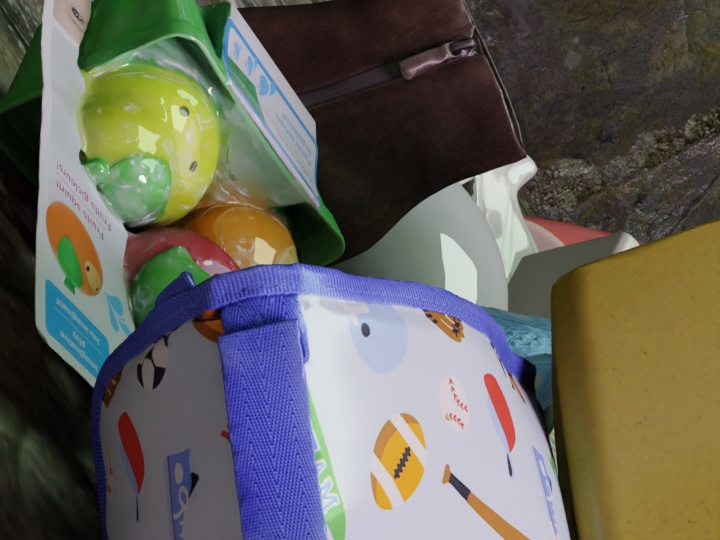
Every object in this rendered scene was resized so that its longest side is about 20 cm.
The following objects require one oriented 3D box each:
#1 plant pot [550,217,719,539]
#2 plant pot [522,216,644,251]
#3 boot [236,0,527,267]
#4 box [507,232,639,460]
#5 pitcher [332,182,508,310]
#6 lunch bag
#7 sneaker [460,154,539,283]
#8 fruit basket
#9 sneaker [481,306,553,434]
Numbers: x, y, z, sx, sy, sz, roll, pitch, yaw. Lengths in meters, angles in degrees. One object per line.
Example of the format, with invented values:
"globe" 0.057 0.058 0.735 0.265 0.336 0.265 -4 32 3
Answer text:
"plant pot" 0.154 0.079 0.647 0.200 0.199 0.177 73 -2 -71
"plant pot" 0.116 0.053 1.272 0.177 0.200 0.201 23 38 -59
"boot" -0.034 -0.097 0.867 0.201 0.166 0.072 64 9 14
"box" 0.094 0.087 0.961 0.095 0.078 0.200 49 53 -24
"pitcher" 0.000 0.000 0.994 0.200 0.121 0.172 -116 -166 -44
"lunch bag" -0.003 0.097 0.533 0.200 0.123 0.171 50 29 -75
"sneaker" 0.062 0.016 1.061 0.081 0.075 0.201 10 73 -26
"fruit basket" -0.059 -0.004 0.693 0.185 0.093 0.201 54 15 -43
"sneaker" 0.039 0.076 0.828 0.200 0.089 0.079 121 -38 -61
